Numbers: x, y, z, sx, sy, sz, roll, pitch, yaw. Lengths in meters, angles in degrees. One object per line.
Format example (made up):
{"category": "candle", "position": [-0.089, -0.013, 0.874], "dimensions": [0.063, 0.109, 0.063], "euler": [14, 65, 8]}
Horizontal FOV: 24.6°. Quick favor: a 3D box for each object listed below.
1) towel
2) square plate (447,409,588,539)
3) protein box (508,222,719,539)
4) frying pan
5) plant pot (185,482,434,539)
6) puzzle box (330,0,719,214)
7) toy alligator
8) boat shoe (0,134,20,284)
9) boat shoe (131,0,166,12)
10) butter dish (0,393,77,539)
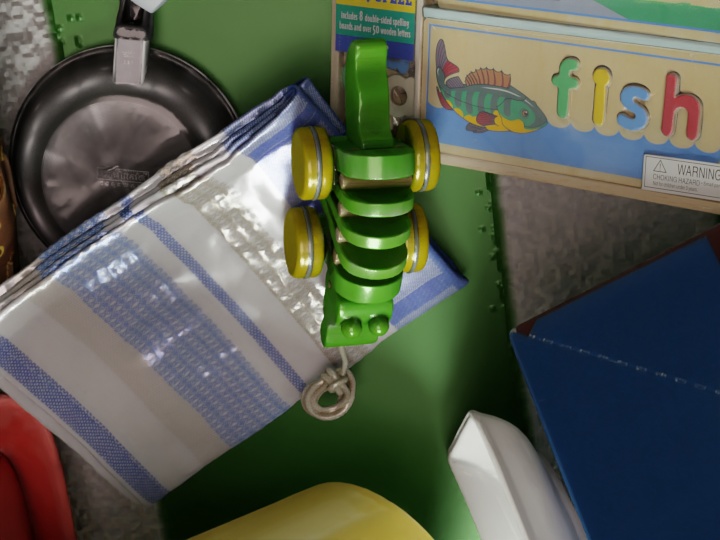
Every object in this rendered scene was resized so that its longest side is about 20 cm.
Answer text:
{"category": "towel", "position": [-0.066, 0.018, 0.747], "dimensions": [0.199, 0.024, 0.147], "euler": [-34, 125, 10]}
{"category": "square plate", "position": [0.091, 0.156, 0.691], "dimensions": [0.028, 0.198, 0.202], "euler": [-24, 80, -5]}
{"category": "protein box", "position": [0.178, 0.116, 0.661], "dimensions": [0.134, 0.200, 0.200], "euler": [-27, 144, 11]}
{"category": "frying pan", "position": [-0.090, -0.077, 0.745], "dimensions": [0.114, 0.031, 0.191], "euler": [27, 110, -7]}
{"category": "plant pot", "position": [-0.050, 0.195, 0.726], "dimensions": [0.200, 0.188, 0.203], "euler": [27, 132, 33]}
{"category": "puzzle box", "position": [0.076, -0.104, 0.678], "dimensions": [0.198, 0.025, 0.135], "euler": [12, 110, 30]}
{"category": "toy alligator", "position": [0.000, 0.000, 0.707], "dimensions": [0.059, 0.054, 0.202], "euler": [-3, 125, -15]}
{"category": "boat shoe", "position": [-0.188, -0.028, 0.729], "dimensions": [0.071, 0.068, 0.202], "euler": [-7, 117, -15]}
{"category": "boat shoe", "position": [-0.052, -0.206, 0.675], "dimensions": [0.086, 0.075, 0.202], "euler": [38, 104, -9]}
{"category": "butter dish", "position": [-0.235, 0.178, 0.769], "dimensions": [0.197, 0.148, 0.202], "euler": [-6, 108, 5]}
